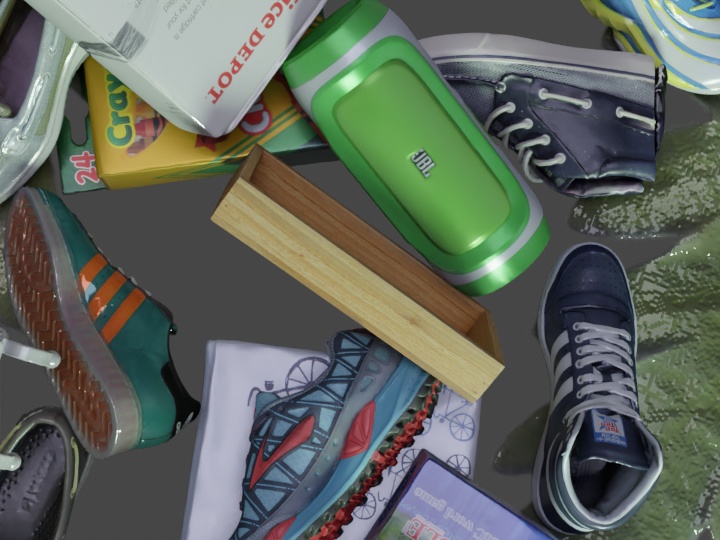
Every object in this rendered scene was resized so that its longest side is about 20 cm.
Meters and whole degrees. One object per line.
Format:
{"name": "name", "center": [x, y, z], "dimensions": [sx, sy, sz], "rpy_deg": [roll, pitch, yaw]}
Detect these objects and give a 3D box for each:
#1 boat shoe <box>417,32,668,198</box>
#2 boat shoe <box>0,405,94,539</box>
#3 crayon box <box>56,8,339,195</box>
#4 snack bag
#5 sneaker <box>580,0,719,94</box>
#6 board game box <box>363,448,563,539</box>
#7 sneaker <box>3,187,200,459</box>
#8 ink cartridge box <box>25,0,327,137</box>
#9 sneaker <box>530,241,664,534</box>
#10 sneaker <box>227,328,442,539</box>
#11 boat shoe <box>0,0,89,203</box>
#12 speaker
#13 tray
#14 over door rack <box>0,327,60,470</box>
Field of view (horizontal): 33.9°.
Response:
{"name": "boat shoe", "center": [0.115, -0.103, 0.813], "dimensions": [0.199, 0.075, 0.093], "rpy_deg": [3, 74, -3]}
{"name": "boat shoe", "center": [-0.229, 0.185, 0.765], "dimensions": [0.072, 0.060, 0.202], "rpy_deg": [18, 81, 0]}
{"name": "crayon box", "center": [-0.118, -0.128, 0.819], "dimensions": [0.199, 0.051, 0.127], "rpy_deg": [-9, 83, -3]}
{"name": "snack bag", "center": [-0.022, 0.142, 0.800], "dimensions": [0.199, 0.021, 0.189], "rpy_deg": [8, 82, -1]}
{"name": "sneaker", "center": [0.199, -0.204, 0.817], "dimensions": [0.200, 0.105, 0.076], "rpy_deg": [41, 82, 4]}
{"name": "board game box", "center": [0.070, 0.253, 0.762], "dimensions": [0.200, 0.041, 0.200], "rpy_deg": [33, 89, -1]}
{"name": "sneaker", "center": [-0.174, 0.030, 0.791], "dimensions": [0.080, 0.071, 0.200], "rpy_deg": [-7, 62, -45]}
{"name": "ink cartridge box", "center": [-0.128, -0.197, 0.714], "dimensions": [0.200, 0.083, 0.147], "rpy_deg": [41, 80, -33]}
{"name": "sneaker", "center": [0.156, 0.074, 0.774], "dimensions": [0.070, 0.109, 0.201], "rpy_deg": [7, 82, -2]}
{"name": "sneaker", "center": [-0.039, 0.123, 0.766], "dimensions": [0.095, 0.079, 0.200], "rpy_deg": [38, 79, 21]}
{"name": "boat shoe", "center": [-0.228, -0.132, 0.780], "dimensions": [0.074, 0.065, 0.202], "rpy_deg": [43, 107, 25]}
{"name": "speaker", "center": [0.038, -0.080, 0.776], "dimensions": [0.088, 0.088, 0.200], "rpy_deg": [-42, 106, -7]}
{"name": "tray", "center": [0.000, 0.000, 0.761], "dimensions": [0.200, 0.099, 0.037], "rpy_deg": [35, 106, -9]}
{"name": "over door rack", "center": [-0.294, 0.094, 0.762], "dimensions": [0.200, 0.067, 0.148], "rpy_deg": [15, 81, 25]}
